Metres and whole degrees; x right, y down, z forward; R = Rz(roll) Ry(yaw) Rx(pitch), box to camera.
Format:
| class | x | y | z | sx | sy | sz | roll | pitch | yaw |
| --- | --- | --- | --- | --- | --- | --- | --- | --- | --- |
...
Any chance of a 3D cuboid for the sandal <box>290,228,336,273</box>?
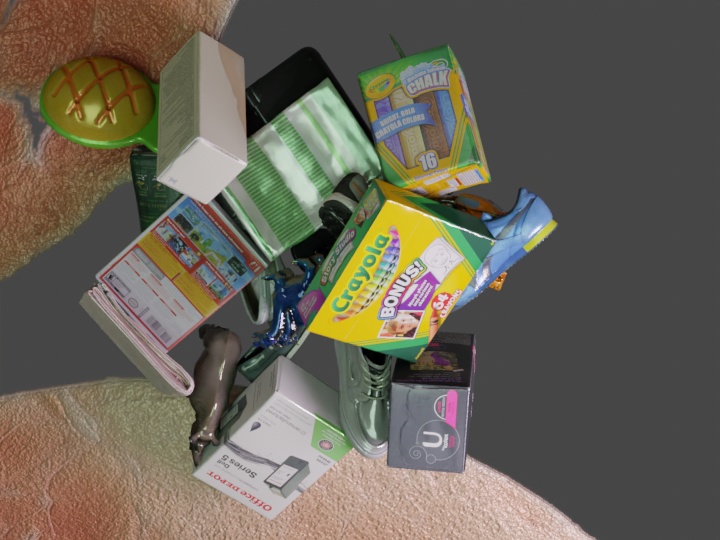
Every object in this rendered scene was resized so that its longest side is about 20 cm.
| class | x | y | z | sx | sy | sz | roll | pitch | yaw |
| --- | --- | --- | --- | --- | --- | --- | --- | --- | --- |
| sandal | 0.001 | -0.001 | 1.665 | 0.199 | 0.048 | 0.076 | 29 | 66 | -13 |

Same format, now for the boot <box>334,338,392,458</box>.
| class | x | y | z | sx | sy | sz | roll | pitch | yaw |
| --- | --- | --- | --- | --- | --- | --- | --- | --- | --- |
| boot | 0.010 | 0.145 | 1.650 | 0.073 | 0.096 | 0.202 | -8 | 75 | -18 |

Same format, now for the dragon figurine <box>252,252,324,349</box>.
| class | x | y | z | sx | sy | sz | roll | pitch | yaw |
| --- | --- | --- | --- | --- | --- | --- | --- | --- | --- |
| dragon figurine | -0.065 | 0.034 | 1.598 | 0.199 | 0.059 | 0.100 | -26 | 87 | 27 |

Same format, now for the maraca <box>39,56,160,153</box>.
| class | x | y | z | sx | sy | sz | roll | pitch | yaw |
| --- | --- | --- | --- | --- | --- | --- | --- | --- | --- |
| maraca | -0.320 | -0.215 | 1.624 | 0.198 | 0.138 | 0.107 | 12 | 153 | -4 |

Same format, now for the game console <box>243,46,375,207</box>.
| class | x | y | z | sx | sy | sz | roll | pitch | yaw |
| --- | --- | --- | --- | --- | --- | --- | --- | --- | --- |
| game console | -0.090 | -0.167 | 1.660 | 0.175 | 0.116 | 0.201 | -38 | 102 | -14 |

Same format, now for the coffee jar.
| class | x | y | z | sx | sy | sz | roll | pitch | yaw |
| --- | --- | --- | --- | --- | --- | --- | --- | --- | --- |
| coffee jar | -0.254 | -0.069 | 1.675 | 0.103 | 0.085 | 0.202 | 3 | 109 | 8 |

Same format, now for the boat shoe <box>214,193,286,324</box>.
| class | x | y | z | sx | sy | sz | roll | pitch | yaw |
| --- | --- | --- | --- | --- | --- | --- | --- | --- | --- |
| boat shoe | -0.153 | -0.028 | 1.666 | 0.074 | 0.065 | 0.204 | -18 | 92 | 38 |

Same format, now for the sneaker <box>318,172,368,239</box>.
| class | x | y | z | sx | sy | sz | roll | pitch | yaw |
| --- | --- | --- | --- | --- | --- | --- | --- | --- | --- |
| sneaker | 0.021 | -0.042 | 1.595 | 0.073 | 0.080 | 0.201 | 2 | 139 | 34 |

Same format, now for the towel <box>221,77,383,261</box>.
| class | x | y | z | sx | sy | sz | roll | pitch | yaw |
| --- | --- | --- | --- | --- | --- | --- | --- | --- | --- |
| towel | -0.078 | -0.126 | 1.593 | 0.199 | 0.023 | 0.153 | -36 | 100 | -1 |

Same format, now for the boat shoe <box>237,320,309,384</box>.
| class | x | y | z | sx | sy | sz | roll | pitch | yaw |
| --- | --- | --- | --- | --- | --- | --- | --- | --- | --- |
| boat shoe | -0.106 | 0.080 | 1.712 | 0.061 | 0.073 | 0.201 | 30 | 114 | -7 |

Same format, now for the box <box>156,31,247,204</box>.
| class | x | y | z | sx | sy | sz | roll | pitch | yaw |
| --- | --- | --- | --- | --- | --- | --- | --- | --- | --- |
| box | -0.200 | -0.194 | 1.557 | 0.077 | 0.201 | 0.095 | 27 | 131 | -33 |

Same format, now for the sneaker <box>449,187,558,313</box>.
| class | x | y | z | sx | sy | sz | roll | pitch | yaw |
| --- | --- | --- | --- | --- | --- | --- | --- | --- | --- |
| sneaker | 0.159 | -0.024 | 1.591 | 0.200 | 0.066 | 0.079 | -42 | 92 | 15 |

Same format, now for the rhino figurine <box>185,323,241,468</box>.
| class | x | y | z | sx | sy | sz | roll | pitch | yaw |
| --- | --- | --- | --- | --- | --- | --- | --- | --- | --- |
| rhino figurine | -0.209 | 0.172 | 1.708 | 0.059 | 0.087 | 0.202 | 15 | 77 | -23 |

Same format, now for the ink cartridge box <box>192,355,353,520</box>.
| class | x | y | z | sx | sy | sz | roll | pitch | yaw |
| --- | --- | --- | --- | --- | --- | --- | --- | --- | --- |
| ink cartridge box | -0.119 | 0.237 | 1.724 | 0.145 | 0.084 | 0.200 | 34 | 119 | -20 |

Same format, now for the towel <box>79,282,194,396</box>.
| class | x | y | z | sx | sy | sz | roll | pitch | yaw |
| --- | --- | --- | --- | --- | --- | --- | --- | --- | --- |
| towel | -0.307 | 0.096 | 1.689 | 0.032 | 0.200 | 0.191 | -43 | 97 | -15 |

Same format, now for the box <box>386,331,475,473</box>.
| class | x | y | z | sx | sy | sz | roll | pitch | yaw |
| --- | --- | --- | --- | --- | --- | --- | --- | --- | --- |
| box | 0.097 | 0.169 | 1.645 | 0.105 | 0.200 | 0.123 | 4 | 109 | 6 |

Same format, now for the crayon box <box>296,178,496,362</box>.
| class | x | y | z | sx | sy | sz | roll | pitch | yaw |
| --- | --- | --- | --- | --- | --- | --- | --- | --- | --- |
| crayon box | 0.043 | 0.005 | 1.531 | 0.171 | 0.058 | 0.201 | 17 | 116 | -33 |

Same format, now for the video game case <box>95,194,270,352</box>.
| class | x | y | z | sx | sy | sz | roll | pitch | yaw |
| --- | --- | --- | --- | --- | --- | --- | --- | --- | --- |
| video game case | -0.237 | -0.001 | 1.641 | 0.200 | 0.017 | 0.143 | -39 | 99 | 19 |

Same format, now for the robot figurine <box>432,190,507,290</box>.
| class | x | y | z | sx | sy | sz | roll | pitch | yaw |
| --- | --- | --- | --- | --- | --- | --- | --- | --- | --- |
| robot figurine | 0.111 | -0.055 | 1.647 | 0.198 | 0.058 | 0.146 | 20 | 108 | 0 |

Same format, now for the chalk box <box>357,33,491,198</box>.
| class | x | y | z | sx | sy | sz | roll | pitch | yaw |
| --- | --- | --- | --- | --- | --- | --- | --- | --- | --- |
| chalk box | 0.078 | -0.201 | 1.556 | 0.123 | 0.124 | 0.202 | -15 | 81 | 12 |
